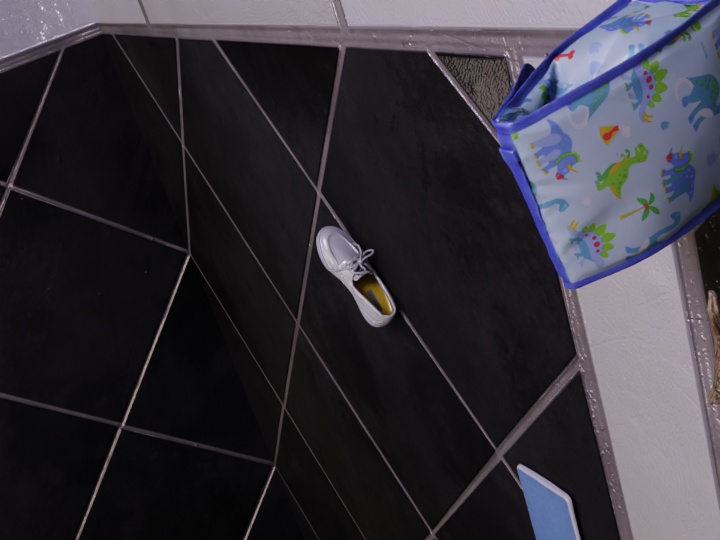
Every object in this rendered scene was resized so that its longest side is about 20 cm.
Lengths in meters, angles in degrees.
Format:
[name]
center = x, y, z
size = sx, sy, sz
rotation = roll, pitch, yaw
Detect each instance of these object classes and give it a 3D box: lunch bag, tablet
[lunch bag]
center = 0.212, -0.106, 0.795
size = 0.127, 0.199, 0.171
rotation = 25, 150, 57
[tablet]
center = 0.304, 0.404, 1.494
size = 0.130, 0.014, 0.202
rotation = 26, 137, 59

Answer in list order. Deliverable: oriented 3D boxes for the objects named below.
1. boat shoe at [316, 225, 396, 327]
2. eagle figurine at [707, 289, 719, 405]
[boat shoe]
center = -0.003, 0.003, 1.657
size = 0.203, 0.074, 0.086
rotation = 59, 160, 6
[eagle figurine]
center = 0.390, 0.093, 0.794
size = 0.198, 0.153, 0.151
rotation = 9, 174, 30
